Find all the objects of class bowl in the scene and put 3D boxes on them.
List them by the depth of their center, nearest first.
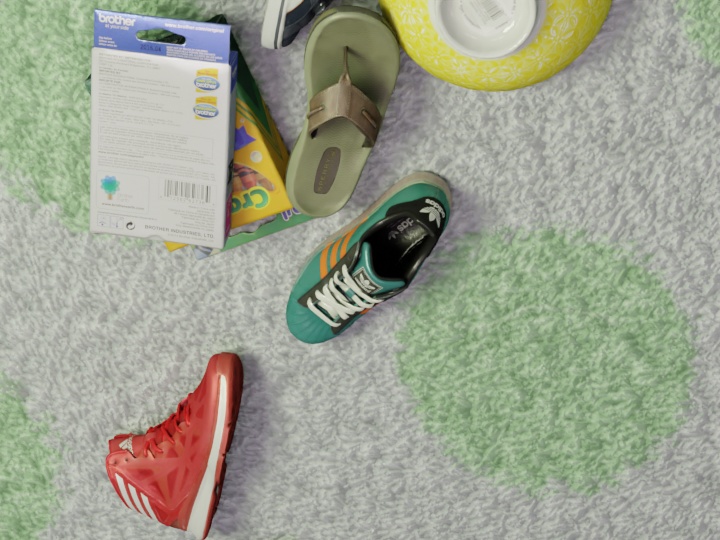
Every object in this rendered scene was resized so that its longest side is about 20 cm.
[{"bbox_3d":[0.103,-0.222,1.492,0.198,0.108,0.202,4,117,7],"label":"bowl"}]

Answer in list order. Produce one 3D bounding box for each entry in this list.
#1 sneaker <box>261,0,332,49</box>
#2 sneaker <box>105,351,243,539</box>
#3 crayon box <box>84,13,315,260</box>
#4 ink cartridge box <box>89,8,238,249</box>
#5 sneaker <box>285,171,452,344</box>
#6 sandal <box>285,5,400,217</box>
[{"bbox_3d":[-0.030,-0.247,1.498,0.079,0.079,0.201,11,141,-6],"label":"sneaker"},{"bbox_3d":[-0.177,0.155,1.740,0.114,0.079,0.202,14,116,1],"label":"sneaker"},{"bbox_3d":[-0.134,-0.102,1.620,0.125,0.052,0.201,-19,112,17],"label":"crayon box"},{"bbox_3d":[-0.163,-0.120,1.565,0.118,0.042,0.202,7,119,6],"label":"ink cartridge box"},{"bbox_3d":[0.000,0.000,1.631,0.071,0.080,0.200,38,116,-11],"label":"sneaker"},{"bbox_3d":[-0.013,-0.123,1.542,0.079,0.058,0.202,5,124,-10],"label":"sandal"}]
